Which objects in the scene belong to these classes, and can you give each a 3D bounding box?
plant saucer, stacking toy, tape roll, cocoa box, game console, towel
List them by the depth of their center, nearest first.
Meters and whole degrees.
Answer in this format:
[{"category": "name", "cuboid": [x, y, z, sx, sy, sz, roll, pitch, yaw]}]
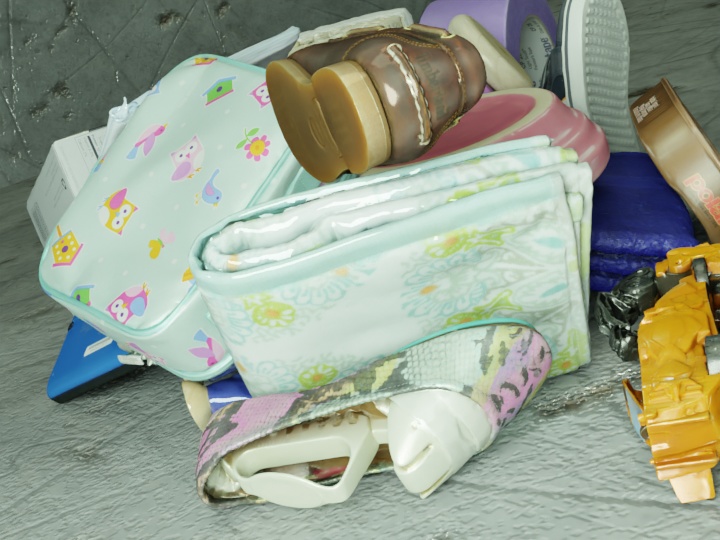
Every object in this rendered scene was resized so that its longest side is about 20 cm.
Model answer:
[{"category": "towel", "cuboid": [0.026, 0.019, 0.606, 0.197, 0.172, 0.049, -13, 51, 3]}, {"category": "plant saucer", "cuboid": [0.062, -0.070, 0.762, 0.198, 0.051, 0.201, -19, 18, 6]}, {"category": "towel", "cuboid": [0.149, -0.036, 0.794, 0.145, 0.050, 0.200, 3, 22, 5]}, {"category": "game console", "cuboid": [-0.128, 0.027, 0.879, 0.199, 0.118, 0.173, -25, 42, 50]}, {"category": "stacking toy", "cuboid": [0.039, -0.099, 0.897, 0.200, 0.085, 0.085, -45, 6, 18]}, {"category": "tape roll", "cuboid": [0.125, -0.147, 1.017, 0.084, 0.203, 0.200, -8, 16, 27]}, {"category": "cocoa box", "cuboid": [-0.216, -0.051, 1.076, 0.130, 0.135, 0.200, -23, -3, -26]}]

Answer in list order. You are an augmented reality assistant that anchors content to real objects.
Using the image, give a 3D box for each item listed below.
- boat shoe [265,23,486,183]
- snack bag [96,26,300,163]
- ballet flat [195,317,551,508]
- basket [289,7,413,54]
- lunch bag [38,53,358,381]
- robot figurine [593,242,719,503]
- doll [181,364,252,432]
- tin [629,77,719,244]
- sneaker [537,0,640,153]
[{"category": "boat shoe", "cuboid": [0.003, -0.086, 0.586, 0.070, 0.071, 0.200, -27, 17, -12]}, {"category": "snack bag", "cuboid": [-0.131, -0.092, 0.879, 0.188, 0.021, 0.200, -34, -13, -37]}, {"category": "ballet flat", "cuboid": [0.004, 0.084, 0.580, 0.197, 0.070, 0.072, -17, 33, 18]}, {"category": "basket", "cuboid": [-0.033, -0.126, 1.142, 0.196, 0.202, 0.161, -8, 22, 29]}, {"category": "lunch bag", "cuboid": [-0.099, -0.032, 0.723, 0.159, 0.077, 0.201, 21, 73, 38]}, {"category": "robot figurine", "cuboid": [0.184, 0.034, 0.556, 0.143, 0.059, 0.200, -12, 16, 17]}, {"category": "doll", "cuboid": [-0.019, 0.036, 0.730, 0.198, 0.049, 0.137, -27, 43, -2]}, {"category": "tin", "cuboid": [0.232, -0.071, 0.794, 0.042, 0.112, 0.200, -40, 6, 18]}, {"category": "sneaker", "cuboid": [0.166, -0.132, 0.901, 0.079, 0.202, 0.078, 17, 47, 38]}]
